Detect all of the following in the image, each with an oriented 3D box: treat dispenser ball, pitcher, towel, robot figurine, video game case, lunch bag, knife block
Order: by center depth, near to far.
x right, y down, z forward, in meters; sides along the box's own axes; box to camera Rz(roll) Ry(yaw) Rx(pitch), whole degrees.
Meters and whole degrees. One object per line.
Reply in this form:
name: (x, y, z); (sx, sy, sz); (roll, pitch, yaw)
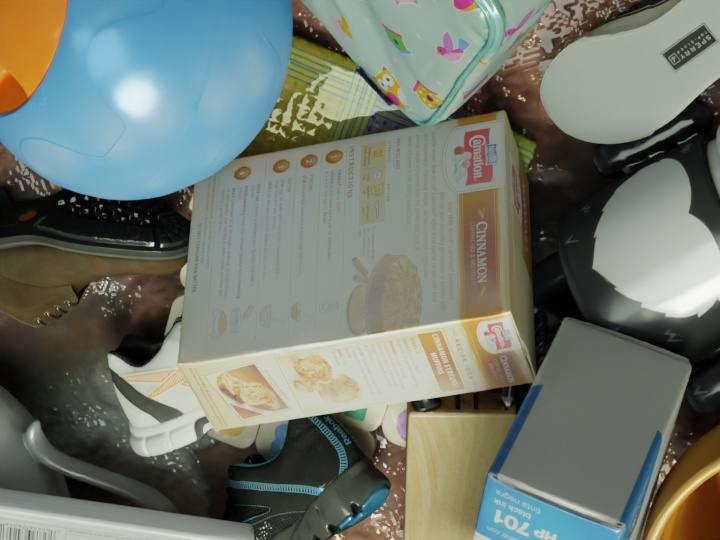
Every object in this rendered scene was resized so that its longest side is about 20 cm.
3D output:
lunch bag: (0.025, -0.176, 1.202); (0.077, 0.200, 0.160); (-43, 89, -19)
treat dispenser ball: (-0.139, -0.144, 1.247); (0.199, 0.201, 0.203); (4, 110, 12)
robot figurine: (0.195, -0.009, 1.254); (0.199, 0.125, 0.151); (-29, 103, 22)
towel: (-0.002, -0.057, 1.336); (0.198, 0.023, 0.145); (22, 106, 5)
knife block: (0.051, 0.098, 1.337); (0.200, 0.064, 0.175); (-39, 112, 23)
video game case: (-0.179, 0.224, 1.389); (0.198, 0.024, 0.183); (8, 127, -4)
pitcher: (-0.230, 0.150, 1.421); (0.171, 0.122, 0.200); (-32, 108, 23)

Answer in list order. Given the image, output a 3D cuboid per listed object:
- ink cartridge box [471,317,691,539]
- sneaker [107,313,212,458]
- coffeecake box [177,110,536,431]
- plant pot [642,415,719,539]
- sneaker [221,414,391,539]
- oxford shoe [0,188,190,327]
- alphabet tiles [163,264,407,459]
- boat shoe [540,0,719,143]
ink cartridge box: (0.117, 0.154, 1.222); (0.085, 0.147, 0.201); (21, 132, 11)
sneaker: (-0.079, 0.055, 1.357); (0.199, 0.074, 0.081); (-21, 102, 20)
coffeecake box: (0.000, 0.000, 1.254); (0.198, 0.155, 0.073); (-9, 140, 14)
plant pot: (0.269, 0.150, 1.258); (0.198, 0.183, 0.202); (4, 112, 9)
sneaker: (-0.064, 0.169, 1.417); (0.200, 0.073, 0.082); (-43, 75, 28)
oxford shoe: (-0.195, -0.007, 1.387); (0.198, 0.073, 0.085); (0, 119, 22)
alphabet tiles: (-0.029, 0.044, 1.389); (0.198, 0.015, 0.197); (21, 113, 6)
boat shoe: (0.191, -0.136, 1.239); (0.199, 0.064, 0.071); (-26, 102, 45)
